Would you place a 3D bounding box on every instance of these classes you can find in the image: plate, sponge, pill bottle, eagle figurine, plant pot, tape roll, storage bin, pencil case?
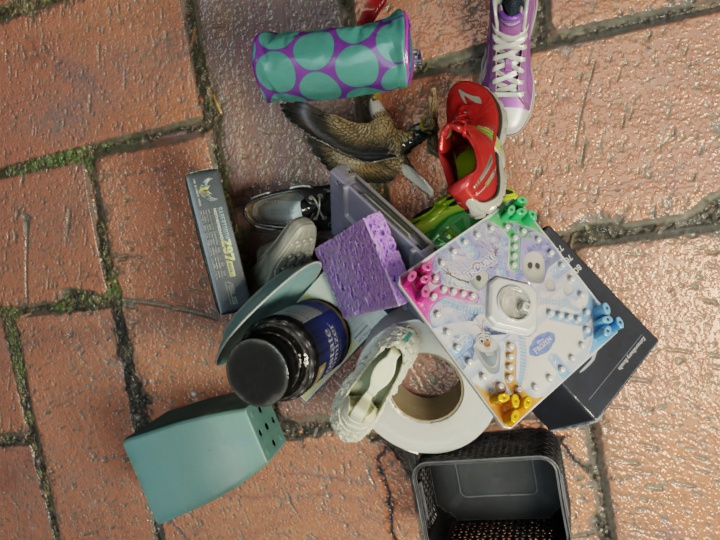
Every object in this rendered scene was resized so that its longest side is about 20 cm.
[{"bbox_3d":[-0.132,0.053,0.849,0.026,0.200,0.200,44,109,7],"label":"plate"},{"bbox_3d":[0.000,0.000,0.799,0.030,0.200,0.112,-22,90,-22],"label":"sponge"},{"bbox_3d":[-0.094,0.109,0.825,0.111,0.200,0.113,3,99,17],"label":"pill bottle"},{"bbox_3d":[0.009,-0.176,0.826,0.198,0.152,0.153,-10,127,7],"label":"eagle figurine"},{"bbox_3d":[-0.232,0.279,0.978,0.199,0.141,0.142,-23,91,13],"label":"plant pot"},{"bbox_3d":[0.092,0.151,0.862,0.200,0.071,0.204,3,107,9],"label":"tape roll"},{"bbox_3d":[0.185,0.309,0.862,0.198,0.094,0.136,-10,96,20],"label":"storage bin"},{"bbox_3d":[-0.031,-0.256,0.740,0.198,0.085,0.093,-1,79,16],"label":"pencil case"}]

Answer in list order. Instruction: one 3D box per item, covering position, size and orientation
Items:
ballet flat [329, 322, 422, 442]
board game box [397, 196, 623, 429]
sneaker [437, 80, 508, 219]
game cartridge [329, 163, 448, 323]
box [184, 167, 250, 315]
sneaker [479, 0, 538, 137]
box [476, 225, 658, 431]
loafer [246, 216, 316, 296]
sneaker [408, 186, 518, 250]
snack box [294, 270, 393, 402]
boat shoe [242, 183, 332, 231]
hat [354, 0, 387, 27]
[{"bbox_3d":[0.011,0.156,0.808,0.071,0.072,0.201,32,110,11],"label":"ballet flat"},{"bbox_3d":[0.174,0.037,0.691,0.199,0.026,0.201,-33,81,-23],"label":"board game box"},{"bbox_3d":[0.128,-0.161,0.734,0.077,0.085,0.202,-27,51,35],"label":"sneaker"},{"bbox_3d":[0.029,-0.033,0.796,0.200,0.038,0.130,45,150,28],"label":"game cartridge"},{"bbox_3d":[-0.211,-0.039,0.906,0.051,0.158,0.202,-15,93,-14],"label":"box"},{"bbox_3d":[0.180,-0.270,0.763,0.072,0.114,0.202,2,100,16],"label":"sneaker"},{"bbox_3d":[0.236,0.073,0.766,0.148,0.104,0.200,-38,84,-24],"label":"box"},{"bbox_3d":[-0.126,-0.014,0.905,0.070,0.070,0.200,57,133,21],"label":"loafer"},{"bbox_3d":[0.126,-0.055,0.846,0.199,0.074,0.084,-28,113,18],"label":"sneaker"},{"bbox_3d":[-0.057,0.092,0.937,0.116,0.037,0.200,45,109,7],"label":"snack box"},{"bbox_3d":[-0.077,-0.093,0.903,0.198,0.060,0.075,2,99,18],"label":"boat shoe"},{"bbox_3d":[0.033,-0.372,0.820,0.198,0.166,0.177,-15,130,-6],"label":"hat"}]
